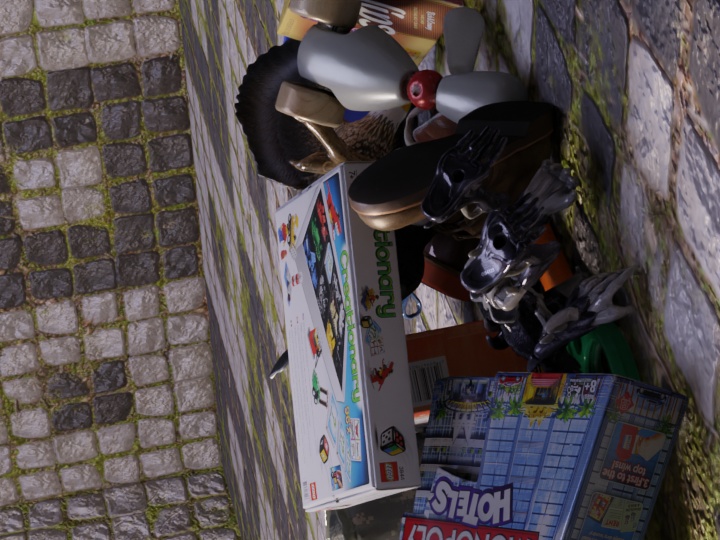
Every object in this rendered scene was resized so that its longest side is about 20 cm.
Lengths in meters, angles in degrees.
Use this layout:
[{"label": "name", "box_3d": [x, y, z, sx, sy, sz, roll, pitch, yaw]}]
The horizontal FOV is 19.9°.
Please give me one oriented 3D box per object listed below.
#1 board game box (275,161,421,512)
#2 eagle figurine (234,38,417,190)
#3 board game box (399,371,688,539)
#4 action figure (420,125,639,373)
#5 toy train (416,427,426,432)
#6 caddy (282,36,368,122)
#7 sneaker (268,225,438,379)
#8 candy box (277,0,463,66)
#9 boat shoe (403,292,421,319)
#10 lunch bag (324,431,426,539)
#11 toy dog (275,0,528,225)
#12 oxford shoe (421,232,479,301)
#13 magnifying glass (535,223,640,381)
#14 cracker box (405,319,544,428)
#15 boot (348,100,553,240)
[{"label": "board game box", "box_3d": [-0.010, 0.044, 1.283, 0.126, 0.034, 0.201, 152, 115, -65]}, {"label": "eagle figurine", "box_3d": [-0.008, -0.094, 1.581, 0.200, 0.150, 0.153, -127, 21, -70]}, {"label": "board game box", "box_3d": [0.086, 0.162, 1.183, 0.200, 0.061, 0.201, -4, 73, 55]}, {"label": "action figure", "box_3d": [0.106, -0.002, 1.204, 0.119, 0.102, 0.200, 54, -179, 29]}, {"label": "toy train", "box_3d": [0.072, 0.143, 1.640, 0.114, 0.085, 0.201, -89, -9, -74]}, {"label": "caddy", "box_3d": [-0.021, -0.145, 1.801, 0.141, 0.104, 0.201, 115, 145, -72]}, {"label": "sneaker", "box_3d": [0.002, 0.002, 1.426, 0.104, 0.060, 0.200, -46, 12, 31]}, {"label": "candy box", "box_3d": [0.009, -0.208, 1.513, 0.200, 0.116, 0.057, 143, 141, -79]}, {"label": "boat shoe", "box_3d": [0.024, -0.013, 1.664, 0.084, 0.068, 0.201, 118, 158, -60]}, {"label": "lunch bag", "box_3d": [0.058, 0.223, 1.523, 0.118, 0.163, 0.201, -108, 12, -52]}, {"label": "toy dog", "box_3d": [0.033, -0.130, 1.421, 0.200, 0.096, 0.132, 41, 113, 24]}, {"label": "oxford shoe", "box_3d": [0.072, -0.029, 1.558, 0.073, 0.071, 0.200, -63, 8, 8]}, {"label": "magnifying glass", "box_3d": [0.140, 0.037, 1.297, 0.201, 0.022, 0.080, -112, 16, -46]}, {"label": "cracker box", "box_3d": [0.062, 0.075, 1.446, 0.200, 0.133, 0.058, 134, 124, -79]}, {"label": "boot", "box_3d": [0.063, -0.046, 1.256, 0.073, 0.200, 0.076, 8, 110, 33]}]
